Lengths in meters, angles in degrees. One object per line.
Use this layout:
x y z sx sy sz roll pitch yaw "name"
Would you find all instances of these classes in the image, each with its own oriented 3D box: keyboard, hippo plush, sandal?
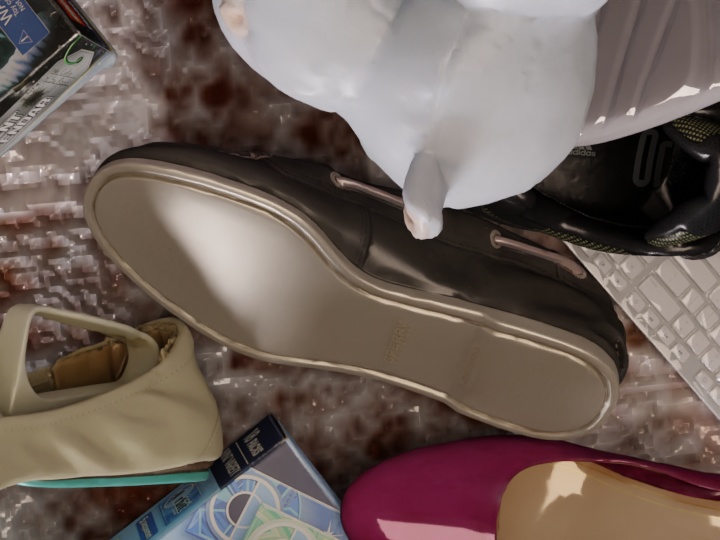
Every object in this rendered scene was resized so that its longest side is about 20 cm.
0.134 0.016 0.902 0.056 0.011 0.200 -43 104 -1 "keyboard"
0.047 -0.105 0.721 0.199 0.159 0.161 31 125 1 "hippo plush"
0.142 -0.089 0.781 0.206 0.059 0.080 -20 66 12 "sandal"

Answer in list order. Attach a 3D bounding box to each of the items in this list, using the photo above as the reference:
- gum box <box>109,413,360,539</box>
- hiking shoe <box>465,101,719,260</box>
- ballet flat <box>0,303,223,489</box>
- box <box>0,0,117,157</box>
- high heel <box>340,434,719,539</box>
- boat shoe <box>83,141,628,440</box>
-0.057 0.180 0.878 0.200 0.045 0.170 -38 103 -3 "gum box"
0.120 -0.030 0.834 0.199 0.101 0.076 -1 109 -11 "hiking shoe"
-0.123 0.044 0.795 0.200 0.069 0.070 -6 104 -50 "ballet flat"
-0.185 -0.096 0.731 0.137 0.040 0.200 -41 77 7 "box"
0.097 0.089 0.843 0.199 0.096 0.068 5 81 -17 "high heel"
0.000 0.000 0.860 0.199 0.057 0.067 22 127 -9 "boat shoe"
